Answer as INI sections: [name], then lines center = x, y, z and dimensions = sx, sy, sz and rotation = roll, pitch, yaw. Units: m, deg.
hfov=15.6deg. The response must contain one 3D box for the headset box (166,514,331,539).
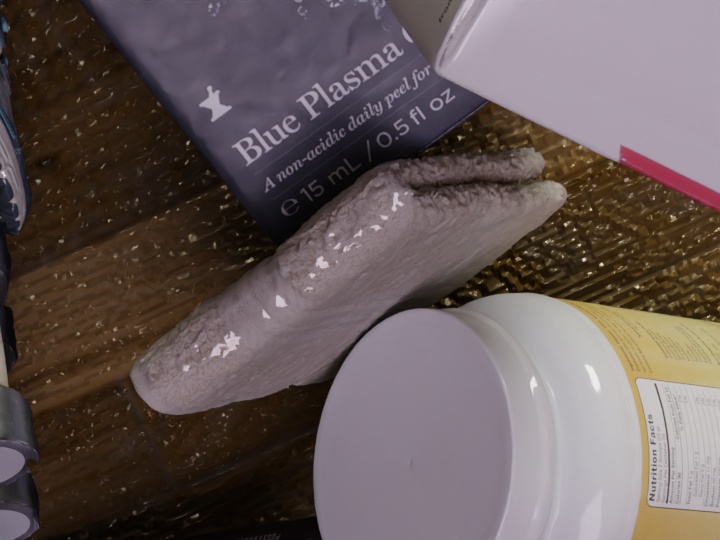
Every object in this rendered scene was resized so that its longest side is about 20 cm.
[headset box]
center = -0.082, 0.194, 1.117
dimensions = 0.200, 0.075, 0.149
rotation = -11, 122, 23

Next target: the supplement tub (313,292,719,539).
[supplement tub]
center = 0.096, 0.086, 1.080
dimensions = 0.200, 0.145, 0.145
rotation = 8, 113, -38

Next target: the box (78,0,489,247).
[box]
center = -0.017, -0.151, 0.990
dimensions = 0.197, 0.117, 0.200
rotation = -36, 116, 4

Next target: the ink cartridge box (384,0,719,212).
[ink cartridge box]
center = 0.078, -0.102, 0.857
dimensions = 0.148, 0.200, 0.086
rotation = 23, 105, -21

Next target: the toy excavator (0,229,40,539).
[toy excavator]
center = -0.226, 0.040, 0.987
dimensions = 0.200, 0.100, 0.194
rotation = -8, 153, -9

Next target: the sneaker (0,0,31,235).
[sneaker]
center = -0.159, -0.098, 1.001
dimensions = 0.086, 0.078, 0.200
rotation = -55, 144, -33

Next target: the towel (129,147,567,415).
[towel]
center = 0.000, 0.000, 1.026
dimensions = 0.133, 0.200, 0.034
rotation = -40, 79, 18
